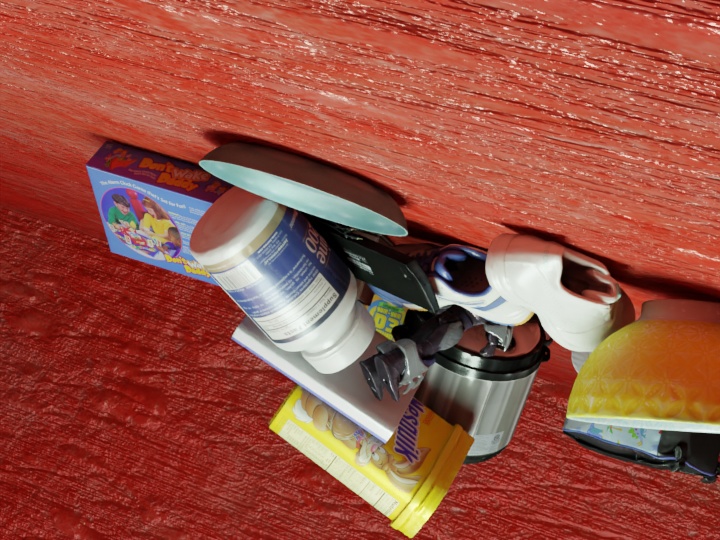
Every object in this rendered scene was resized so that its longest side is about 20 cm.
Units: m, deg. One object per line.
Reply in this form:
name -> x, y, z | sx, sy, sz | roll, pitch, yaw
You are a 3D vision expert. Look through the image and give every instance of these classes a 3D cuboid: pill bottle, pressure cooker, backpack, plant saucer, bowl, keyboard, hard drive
pill bottle -> -0.073, 0.010, 1.448 | 0.200, 0.111, 0.111 | 49, 160, -28
pressure cooker -> 0.128, 0.104, 1.682 | 0.177, 0.201, 0.176 | 24, -147, 14
backpack -> 0.399, 0.200, 1.996 | 0.199, 0.148, 0.182 | 10, 172, 38
plant saucer -> -0.048, -0.076, 1.280 | 0.198, 0.028, 0.200 | 19, 175, 2
bowl -> 0.282, 0.083, 1.239 | 0.198, 0.109, 0.200 | 4, 173, 1
keyboard -> 0.005, -0.028, 1.448 | 0.199, 0.040, 0.104 | 24, 153, 43
hard drive -> -0.030, 0.090, 1.554 | 0.199, 0.025, 0.132 | 34, -144, 1

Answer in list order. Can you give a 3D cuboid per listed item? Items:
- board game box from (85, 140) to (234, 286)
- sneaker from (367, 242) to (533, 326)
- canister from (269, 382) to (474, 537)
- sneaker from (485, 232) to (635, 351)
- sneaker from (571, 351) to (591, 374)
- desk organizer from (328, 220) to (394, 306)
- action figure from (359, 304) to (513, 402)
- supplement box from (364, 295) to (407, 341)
board game box -> -0.196, -0.056, 1.562 | 0.198, 0.045, 0.135 | 17, 140, 21
sneaker -> 0.084, -0.002, 1.441 | 0.198, 0.076, 0.088 | 7, 159, 31
canister -> 0.012, 0.182, 1.576 | 0.199, 0.087, 0.149 | 36, -144, 2
sneaker -> 0.199, 0.023, 1.242 | 0.088, 0.076, 0.199 | -3, 161, 43
sneaker -> 0.353, 0.123, 1.709 | 0.113, 0.076, 0.199 | 25, 170, -38
desk organizer -> 0.000, 0.000, 1.660 | 0.071, 0.078, 0.200 | 17, 175, 14
action figure -> 0.093, 0.060, 1.503 | 0.070, 0.199, 0.130 | 62, 162, -22
supplement box -> 0.012, 0.084, 1.837 | 0.066, 0.202, 0.069 | 20, 171, -25
